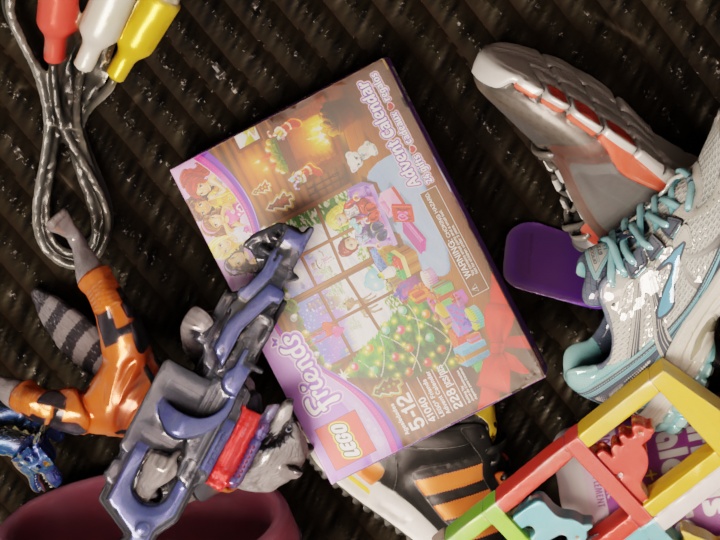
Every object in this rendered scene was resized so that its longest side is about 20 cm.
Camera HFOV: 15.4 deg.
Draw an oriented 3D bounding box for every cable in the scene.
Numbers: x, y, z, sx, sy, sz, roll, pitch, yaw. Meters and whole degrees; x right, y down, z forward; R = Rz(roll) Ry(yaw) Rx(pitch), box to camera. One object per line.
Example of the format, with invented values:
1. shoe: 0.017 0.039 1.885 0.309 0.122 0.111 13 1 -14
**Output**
1. cable: -0.163 -0.094 1.471 0.097 0.050 0.200 13 109 -9

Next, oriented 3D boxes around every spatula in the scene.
1. spatula: 0.170 0.026 1.541 0.200 0.057 0.021 28 132 -20

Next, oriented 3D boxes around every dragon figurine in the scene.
1. dragon figurine: -0.258 0.065 1.521 0.099 0.059 0.200 -42 107 12

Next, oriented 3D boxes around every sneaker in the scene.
1. sneaker: 0.133 -0.048 1.494 0.200 0.077 0.082 35 111 -14
2. sneaker: 0.164 -0.002 1.445 0.086 0.078 0.200 15 117 -2
3. sneaker: 0.065 0.121 1.552 0.200 0.070 0.090 34 108 -12

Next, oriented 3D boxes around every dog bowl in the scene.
1. dog bowl: -0.118 0.173 1.494 0.200 0.200 0.074 -6 108 -1

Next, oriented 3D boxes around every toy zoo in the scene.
1. toy zoo: 0.155 0.137 1.467 0.200 0.020 0.131 -40 104 17

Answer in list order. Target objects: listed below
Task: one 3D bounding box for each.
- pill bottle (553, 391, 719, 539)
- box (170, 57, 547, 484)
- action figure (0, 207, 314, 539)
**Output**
1. pill bottle: 0.218 0.124 1.531 0.199 0.112 0.113 -14 110 7
2. box: 0.000 0.000 1.491 0.137 0.039 0.200 -27 91 7
3. action figure: -0.102 0.047 1.473 0.193 0.105 0.200 35 87 6
